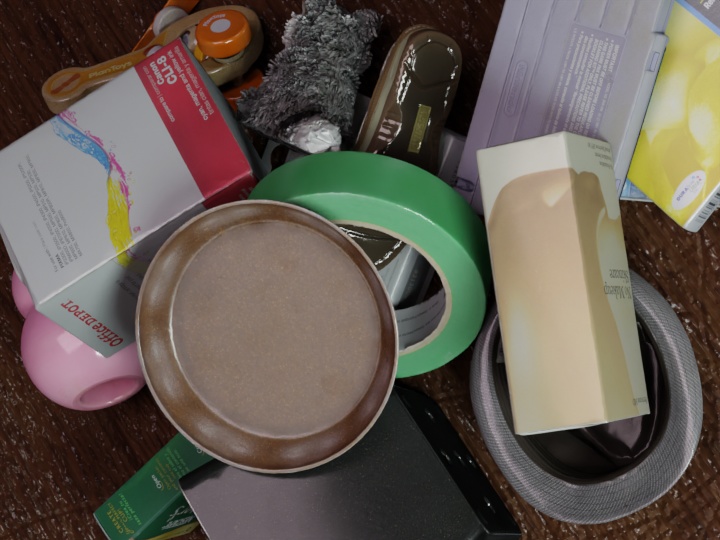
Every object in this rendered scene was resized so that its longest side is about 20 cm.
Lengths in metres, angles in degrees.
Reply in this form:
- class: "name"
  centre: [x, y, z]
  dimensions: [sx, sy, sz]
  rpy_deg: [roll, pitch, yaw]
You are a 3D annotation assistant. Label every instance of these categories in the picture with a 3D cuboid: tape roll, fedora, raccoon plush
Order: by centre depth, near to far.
- class: "tape roll"
  centre: [0.000, 0.000, 1.223]
  dimensions: [0.199, 0.201, 0.048]
  rpy_deg: [-13, 40, 25]
- class: "fedora"
  centre: [0.178, 0.088, 1.225]
  dimensions: [0.176, 0.090, 0.201]
  rpy_deg: [-34, 73, 20]
- class: "raccoon plush"
  centre: [-0.017, -0.153, 1.275]
  dimensions: [0.135, 0.096, 0.200]
  rpy_deg: [-64, 28, 1]

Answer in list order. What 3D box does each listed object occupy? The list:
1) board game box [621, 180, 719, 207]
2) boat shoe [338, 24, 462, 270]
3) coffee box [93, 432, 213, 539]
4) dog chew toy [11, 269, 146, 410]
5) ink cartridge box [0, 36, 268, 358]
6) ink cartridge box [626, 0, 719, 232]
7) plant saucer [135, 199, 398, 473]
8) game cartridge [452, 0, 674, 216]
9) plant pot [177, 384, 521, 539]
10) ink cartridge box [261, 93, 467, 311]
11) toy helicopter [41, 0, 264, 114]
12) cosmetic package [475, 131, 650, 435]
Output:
- class: "board game box"
  centre: [0.210, -0.157, 1.256]
  dimensions: [0.198, 0.026, 0.202]
  rpy_deg: [6, 91, 26]
- class: "boat shoe"
  centre: [0.024, -0.096, 1.276]
  dimensions: [0.201, 0.071, 0.076]
  rpy_deg: [-67, 23, 9]
- class: "coffee box"
  centre: [-0.120, 0.154, 1.355]
  dimensions: [0.200, 0.123, 0.044]
  rpy_deg: [-43, 74, 17]
- class: "dog chew toy"
  centre: [-0.252, 0.020, 1.430]
  dimensions: [0.124, 0.124, 0.201]
  rpy_deg: [-31, 67, 22]
- class: "ink cartridge box"
  centre: [-0.177, -0.053, 1.294]
  dimensions: [0.199, 0.145, 0.145]
  rpy_deg: [-31, 66, 2]
- class: "ink cartridge box"
  centre: [0.237, -0.169, 1.205]
  dimensions: [0.200, 0.047, 0.198]
  rpy_deg: [43, 107, 19]
- class: "plant saucer"
  centre: [-0.065, 0.046, 1.169]
  dimensions: [0.198, 0.034, 0.202]
  rpy_deg: [3, 103, 14]
- class: "game cartridge"
  centre: [0.151, -0.126, 1.208]
  dimensions: [0.129, 0.038, 0.202]
  rpy_deg: [21, 102, 24]
- class: "plant pot"
  centre: [0.010, 0.200, 1.258]
  dimensions: [0.177, 0.200, 0.200]
  rpy_deg: [-36, 72, 8]
- class: "ink cartridge box"
  centre: [-0.006, -0.066, 1.360]
  dimensions: [0.199, 0.047, 0.161]
  rpy_deg: [29, 101, 41]
- class: "toy helicopter"
  centre: [-0.182, -0.187, 1.402]
  dimensions: [0.198, 0.079, 0.133]
  rpy_deg: [-18, 45, -1]
- class: "cosmetic package"
  centre: [0.144, 0.010, 1.135]
  dimensions: [0.071, 0.105, 0.202]
  rpy_deg: [-10, 86, 27]
